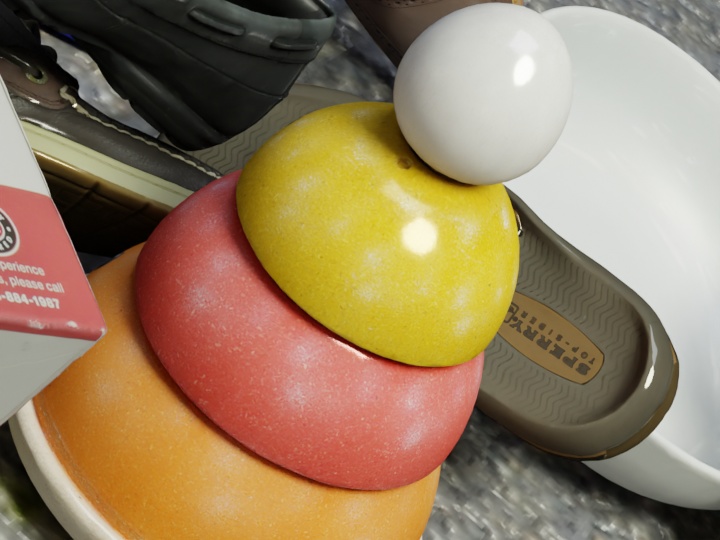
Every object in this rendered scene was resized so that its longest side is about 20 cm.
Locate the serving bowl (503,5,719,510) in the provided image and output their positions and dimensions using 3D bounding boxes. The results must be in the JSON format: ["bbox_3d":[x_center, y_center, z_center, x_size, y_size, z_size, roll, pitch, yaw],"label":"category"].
[{"bbox_3d":[0.098,0.004,0.963,0.200,0.066,0.200,29,44,-32],"label":"serving bowl"}]

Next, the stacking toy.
[{"bbox_3d":[0.000,0.000,0.757,0.146,0.200,0.146,27,32,-19],"label":"stacking toy"}]

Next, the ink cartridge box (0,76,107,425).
[{"bbox_3d":[-0.172,-0.050,0.664,0.147,0.083,0.200,11,46,-51],"label":"ink cartridge box"}]

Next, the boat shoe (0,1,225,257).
[{"bbox_3d":[-0.125,-0.059,0.816,0.200,0.073,0.065,22,67,-25],"label":"boat shoe"}]

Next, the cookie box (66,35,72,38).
[{"bbox_3d":[-0.134,-0.180,0.978,0.200,0.075,0.171,27,33,-19],"label":"cookie box"}]

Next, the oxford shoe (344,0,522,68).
[{"bbox_3d":[0.010,-0.130,1.006,0.200,0.071,0.073,60,21,-29],"label":"oxford shoe"}]

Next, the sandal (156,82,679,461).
[{"bbox_3d":[0.012,-0.004,0.851,0.200,0.082,0.055,34,-3,21],"label":"sandal"}]

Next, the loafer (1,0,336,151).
[{"bbox_3d":[-0.071,-0.101,0.758,0.068,0.070,0.201,60,11,30],"label":"loafer"}]
